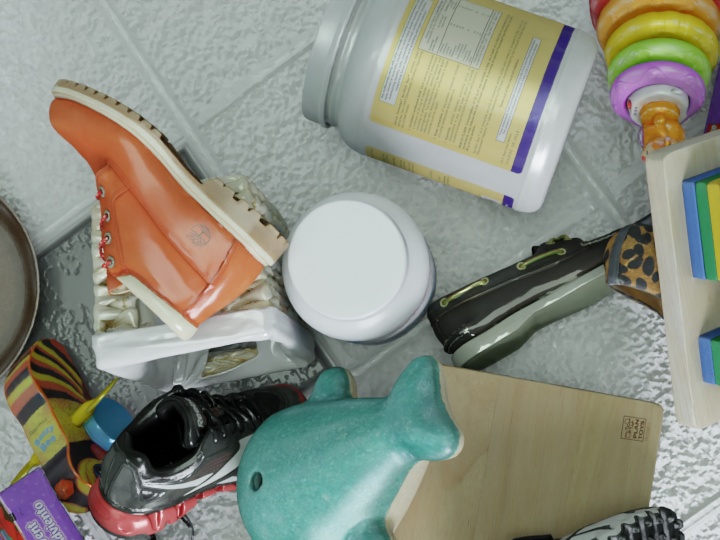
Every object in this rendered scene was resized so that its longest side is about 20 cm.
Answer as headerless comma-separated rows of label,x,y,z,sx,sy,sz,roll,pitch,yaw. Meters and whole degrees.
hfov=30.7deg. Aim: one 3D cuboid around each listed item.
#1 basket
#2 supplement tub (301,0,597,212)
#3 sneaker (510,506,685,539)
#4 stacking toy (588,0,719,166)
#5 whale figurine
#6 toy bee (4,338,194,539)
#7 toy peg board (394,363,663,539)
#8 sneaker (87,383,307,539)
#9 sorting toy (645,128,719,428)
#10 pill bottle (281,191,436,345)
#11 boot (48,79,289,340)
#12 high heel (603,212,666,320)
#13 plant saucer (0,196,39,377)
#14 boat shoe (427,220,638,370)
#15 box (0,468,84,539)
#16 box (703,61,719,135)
basket,-0.118,0.014,0.999,0.134,0.200,0.124,-11,78,5
supplement tub,0.068,-0.143,1.013,0.199,0.145,0.146,21,88,7
sneaker,0.147,0.215,0.945,0.199,0.090,0.067,-22,109,-33
stacking toy,0.224,-0.147,0.980,0.109,0.116,0.201,5,60,5
whale figurine,-0.014,0.137,0.931,0.200,0.103,0.160,-41,51,38
toy bee,-0.221,0.141,1.032,0.199,0.109,0.132,31,106,17
toy peg board,0.112,0.183,1.023,0.198,0.098,0.202,10,88,-9
sneaker,-0.113,0.126,0.998,0.200,0.098,0.071,-23,52,-36
sorting toy,0.309,-0.007,0.939,0.198,0.069,0.202,-18,106,-30
pill bottle,0.000,0.000,0.982,0.108,0.200,0.110,-1,85,6
boot,-0.155,-0.044,0.884,0.200,0.075,0.107,41,88,14
high heel,0.244,0.050,0.977,0.071,0.142,0.201,-15,101,45
plant saucer,-0.362,0.016,1.103,0.198,0.032,0.202,0,86,6
boat shoe,0.148,0.007,1.028,0.200,0.072,0.061,-29,69,-9
box,-0.246,0.235,0.990,0.039,0.200,0.137,-33,88,-34
box,0.338,-0.170,1.003,0.136,0.039,0.202,16,86,-33
